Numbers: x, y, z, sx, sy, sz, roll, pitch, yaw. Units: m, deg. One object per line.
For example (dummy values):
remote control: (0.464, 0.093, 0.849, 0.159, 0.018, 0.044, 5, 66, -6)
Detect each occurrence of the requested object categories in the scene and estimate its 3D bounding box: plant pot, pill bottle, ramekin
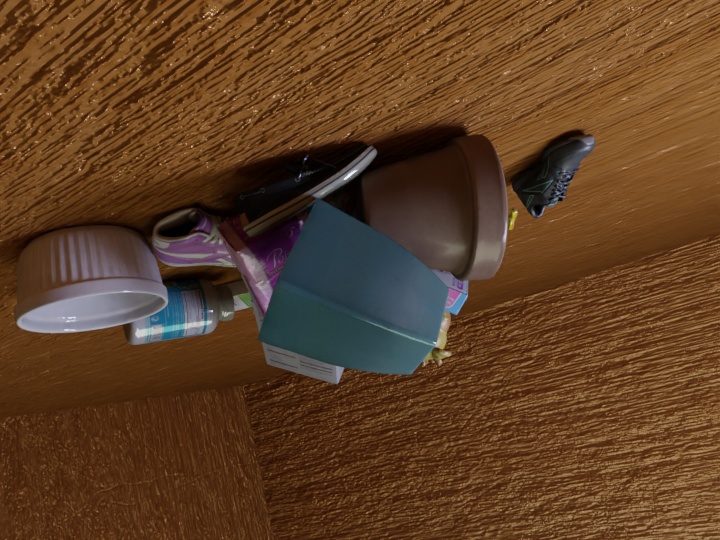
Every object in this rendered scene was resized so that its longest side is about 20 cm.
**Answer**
plant pot: (0.085, -0.082, 0.791, 0.173, 0.201, 0.200, -3, 166, -6)
pill bottle: (-0.349, 0.075, 1.113, 0.199, 0.111, 0.111, -6, 164, -32)
ramekin: (-0.386, 0.013, 0.830, 0.199, 0.106, 0.200, -14, 166, -3)
plant pot: (-0.002, 0.040, 0.724, 0.199, 0.142, 0.142, 24, 142, -4)

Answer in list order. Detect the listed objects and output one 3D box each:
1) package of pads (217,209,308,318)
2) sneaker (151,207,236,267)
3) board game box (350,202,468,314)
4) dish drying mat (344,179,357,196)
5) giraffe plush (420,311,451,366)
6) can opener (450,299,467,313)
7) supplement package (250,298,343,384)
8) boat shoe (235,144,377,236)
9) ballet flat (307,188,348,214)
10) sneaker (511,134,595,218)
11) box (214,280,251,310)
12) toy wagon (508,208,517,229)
package of pads: (-0.118, -0.011, 0.855, 0.120, 0.076, 0.201, -33, 141, -16)
sneaker: (-0.200, -0.052, 0.844, 0.199, 0.073, 0.114, -10, 163, -18)
board game box: (0.068, -0.027, 0.884, 0.199, 0.153, 0.040, 22, 125, -1)
dish drying mat: (0.062, -0.126, 0.931, 0.077, 0.018, 0.200, -24, 164, 32)
giraffe plush: (0.083, 0.087, 0.978, 0.201, 0.162, 0.173, -58, -178, 19)
can opener: (0.098, 0.032, 1.069, 0.199, 0.064, 0.079, 16, 162, 16)
supplement package: (-0.090, 0.077, 1.061, 0.150, 0.152, 0.201, 13, 141, 12)
boat shoe: (-0.070, -0.115, 0.739, 0.199, 0.062, 0.075, -29, -179, -3)
ballet flat: (-0.071, -0.076, 0.902, 0.064, 0.076, 0.200, -46, -171, -29)
sneaker: (0.331, -0.156, 0.968, 0.075, 0.080, 0.200, -10, 165, -17)
box: (-0.318, 0.068, 1.290, 0.199, 0.037, 0.144, -12, 167, -4)
toy wagon: (0.188, -0.085, 1.009, 0.199, 0.040, 0.156, -9, 122, -31)
